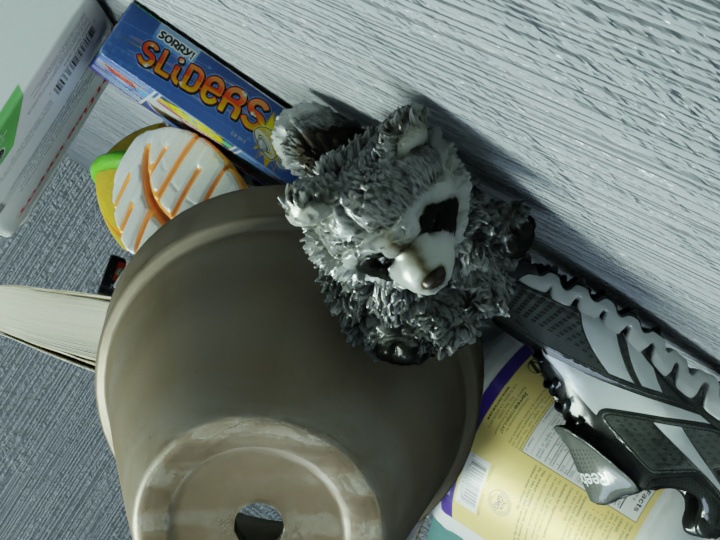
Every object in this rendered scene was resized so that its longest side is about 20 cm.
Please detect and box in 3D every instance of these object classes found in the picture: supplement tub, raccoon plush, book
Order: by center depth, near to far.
[{"bbox_3d":[-0.015,-0.040,0.976,0.200,0.097,0.134,30,168,41],"label":"raccoon plush"},{"bbox_3d":[0.152,0.130,1.279,0.199,0.146,0.145,31,176,26],"label":"supplement tub"},{"bbox_3d":[-0.128,0.058,1.411,0.133,0.048,0.200,13,171,40],"label":"book"}]

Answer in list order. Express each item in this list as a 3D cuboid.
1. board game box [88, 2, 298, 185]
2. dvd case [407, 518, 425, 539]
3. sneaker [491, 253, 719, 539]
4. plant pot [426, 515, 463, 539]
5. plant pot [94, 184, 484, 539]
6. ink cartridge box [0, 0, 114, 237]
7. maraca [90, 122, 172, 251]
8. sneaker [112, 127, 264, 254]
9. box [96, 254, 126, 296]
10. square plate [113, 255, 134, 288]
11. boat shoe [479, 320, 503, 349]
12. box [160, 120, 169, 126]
[{"bbox_3d":[-0.060,-0.075,1.245,0.199,0.035,0.135,34,176,-10],"label":"board game box"},{"bbox_3d":[-0.028,0.117,1.320,0.148,0.016,0.200,29,162,6],"label":"dvd case"},{"bbox_3d":[0.126,0.068,1.110,0.199,0.091,0.066,34,175,-8],"label":"sneaker"},{"bbox_3d":[0.140,0.169,1.540,0.199,0.189,0.200,32,176,2],"label":"plant pot"},{"bbox_3d":[-0.041,0.081,1.061,0.199,0.200,0.174,33,-159,-9],"label":"plant pot"},{"bbox_3d":[-0.217,-0.107,1.295,0.084,0.147,0.200,32,176,3],"label":"ink cartridge box"},{"bbox_3d":[-0.091,-0.035,1.495,0.199,0.108,0.137,25,166,-27],"label":"maraca"},{"bbox_3d":[-0.058,-0.012,1.224,0.200,0.079,0.077,35,-170,27],"label":"sneaker"},{"bbox_3d":[-0.071,0.048,1.476,0.199,0.040,0.137,18,170,5],"label":"box"},{"bbox_3d":[-0.045,0.045,1.238,0.199,0.029,0.198,22,-176,-5],"label":"square plate"},{"bbox_3d":[0.056,0.019,1.340,0.064,0.070,0.200,65,-169,10],"label":"boat shoe"},{"bbox_3d":[-0.086,-0.012,1.743,0.200,0.050,0.158,36,-161,-40],"label":"box"}]
